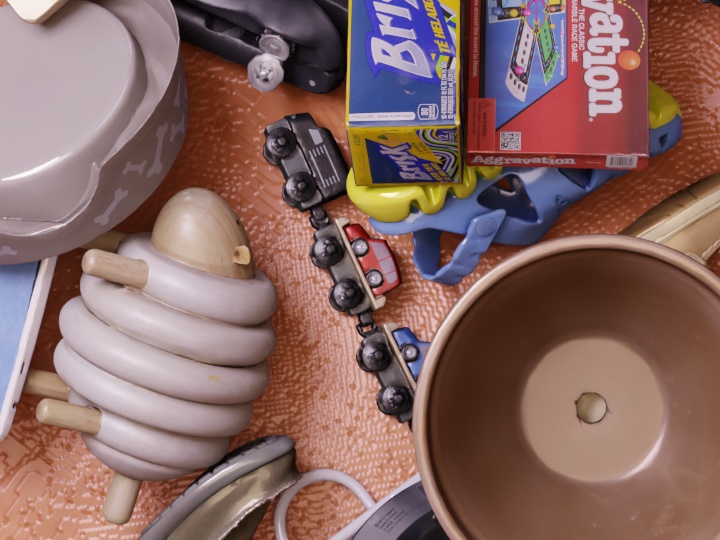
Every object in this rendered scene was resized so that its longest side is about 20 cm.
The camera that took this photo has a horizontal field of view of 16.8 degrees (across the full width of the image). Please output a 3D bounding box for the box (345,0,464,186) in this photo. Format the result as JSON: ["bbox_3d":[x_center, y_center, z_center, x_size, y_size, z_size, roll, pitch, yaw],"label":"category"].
[{"bbox_3d":[0.027,-0.150,1.367,0.064,0.070,0.202,-1,63,4],"label":"box"}]

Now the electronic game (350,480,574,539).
[{"bbox_3d":[0.075,0.208,1.348,0.198,0.042,0.202,4,74,-13],"label":"electronic game"}]

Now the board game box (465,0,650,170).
[{"bbox_3d":[0.113,-0.151,1.387,0.102,0.019,0.202,1,65,2],"label":"board game box"}]

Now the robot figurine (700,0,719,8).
[{"bbox_3d":[0.172,-0.221,1.372,0.198,0.058,0.146,0,78,-22],"label":"robot figurine"}]

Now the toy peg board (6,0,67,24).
[{"bbox_3d":[-0.174,-0.275,1.319,0.200,0.098,0.200,-40,89,5],"label":"toy peg board"}]

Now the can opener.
[{"bbox_3d":[-0.095,-0.157,1.426,0.198,0.079,0.064,19,129,6],"label":"can opener"}]

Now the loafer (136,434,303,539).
[{"bbox_3d":[-0.101,0.174,1.413,0.200,0.075,0.070,-44,89,12],"label":"loafer"}]

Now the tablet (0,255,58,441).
[{"bbox_3d":[-0.269,0.012,1.413,0.199,0.014,0.131,16,91,26],"label":"tablet"}]

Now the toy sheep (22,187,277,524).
[{"bbox_3d":[-0.115,0.049,1.385,0.137,0.138,0.201,21,105,3],"label":"toy sheep"}]

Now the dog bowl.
[{"bbox_3d":[-0.187,-0.088,1.374,0.198,0.059,0.201,-11,48,12],"label":"dog bowl"}]

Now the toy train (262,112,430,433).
[{"bbox_3d":[0.000,0.000,1.427,0.046,0.034,0.201,-24,88,-10],"label":"toy train"}]

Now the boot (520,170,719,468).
[{"bbox_3d":[0.188,0.048,1.398,0.200,0.073,0.156,-38,92,-5],"label":"boot"}]

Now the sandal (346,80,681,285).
[{"bbox_3d":[0.092,-0.053,1.409,0.199,0.080,0.088,-19,123,-4],"label":"sandal"}]

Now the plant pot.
[{"bbox_3d":[0.127,0.080,1.319,0.199,0.093,0.203,0,92,1],"label":"plant pot"}]

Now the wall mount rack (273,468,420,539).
[{"bbox_3d":[0.048,0.182,1.403,0.173,0.075,0.201,-36,89,-17],"label":"wall mount rack"}]
